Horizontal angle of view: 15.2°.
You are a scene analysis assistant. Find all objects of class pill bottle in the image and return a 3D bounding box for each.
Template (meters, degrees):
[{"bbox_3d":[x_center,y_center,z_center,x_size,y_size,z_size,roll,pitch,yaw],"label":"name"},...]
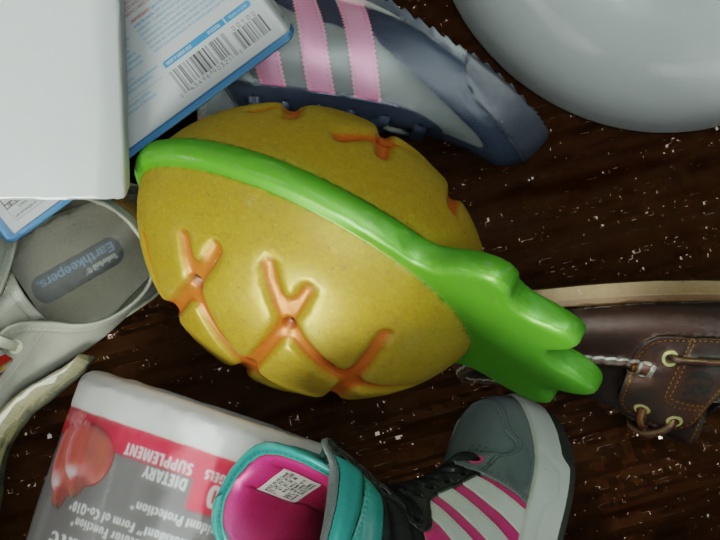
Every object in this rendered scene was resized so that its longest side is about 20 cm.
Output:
[{"bbox_3d":[-0.088,0.149,1.067,0.110,0.111,0.201,18,87,-2],"label":"pill bottle"}]

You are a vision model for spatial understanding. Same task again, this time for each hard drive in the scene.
[{"bbox_3d":[-0.155,-0.126,1.013,0.131,0.027,0.201,0,107,1],"label":"hard drive"}]

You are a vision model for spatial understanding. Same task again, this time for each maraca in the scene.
[{"bbox_3d":[0.000,0.000,1.040,0.199,0.137,0.107,21,74,22],"label":"maraca"}]

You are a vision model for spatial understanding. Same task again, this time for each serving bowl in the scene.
[{"bbox_3d":[0.129,-0.159,1.116,0.199,0.066,0.201,0,88,-3],"label":"serving bowl"}]

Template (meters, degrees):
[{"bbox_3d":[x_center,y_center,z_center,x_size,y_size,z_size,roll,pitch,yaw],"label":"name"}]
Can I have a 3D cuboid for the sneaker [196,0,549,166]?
[{"bbox_3d":[-0.023,-0.079,1.102,0.200,0.070,0.082,28,81,7],"label":"sneaker"}]

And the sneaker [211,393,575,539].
[{"bbox_3d":[0.007,0.094,1.017,0.121,0.200,0.084,33,123,-12],"label":"sneaker"}]

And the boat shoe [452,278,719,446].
[{"bbox_3d":[0.135,0.036,1.104,0.199,0.070,0.071,-4,84,-3],"label":"boat shoe"}]

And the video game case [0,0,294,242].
[{"bbox_3d":[-0.141,-0.128,1.035,0.143,0.018,0.200,-35,104,12],"label":"video game case"}]

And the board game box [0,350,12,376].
[{"bbox_3d":[-0.257,0.069,1.068,0.151,0.046,0.200,37,101,2],"label":"board game box"}]

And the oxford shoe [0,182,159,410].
[{"bbox_3d":[-0.160,0.029,1.096,0.200,0.058,0.075,-35,91,-3],"label":"oxford shoe"}]

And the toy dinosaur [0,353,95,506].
[{"bbox_3d":[-0.167,0.124,1.071,0.047,0.088,0.201,22,98,32],"label":"toy dinosaur"}]
